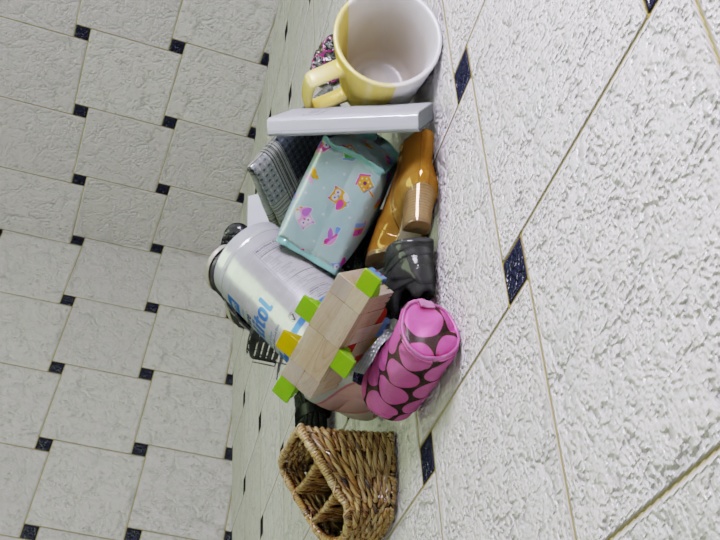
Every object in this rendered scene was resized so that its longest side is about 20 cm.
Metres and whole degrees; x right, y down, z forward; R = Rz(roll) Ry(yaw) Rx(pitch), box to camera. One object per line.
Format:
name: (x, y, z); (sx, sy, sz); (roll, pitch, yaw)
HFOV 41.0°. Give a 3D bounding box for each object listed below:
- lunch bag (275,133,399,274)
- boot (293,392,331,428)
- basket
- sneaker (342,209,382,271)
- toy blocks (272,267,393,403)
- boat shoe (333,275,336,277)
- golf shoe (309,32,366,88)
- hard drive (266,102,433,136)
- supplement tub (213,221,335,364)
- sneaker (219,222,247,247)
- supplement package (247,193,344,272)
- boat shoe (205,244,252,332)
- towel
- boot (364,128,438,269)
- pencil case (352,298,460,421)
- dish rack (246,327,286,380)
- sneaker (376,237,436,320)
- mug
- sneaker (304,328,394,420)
lunch bag: (-0.026, -0.111, 1.366); (0.172, 0.121, 0.200); (-63, -1, 19)
boot: (-0.087, 0.230, 1.777); (0.213, 0.078, 0.160); (94, 180, -51)
basket: (-0.040, 0.319, 1.385); (0.200, 0.146, 0.145); (121, 152, -60)
sneaker: (0.000, 0.000, 1.485); (0.073, 0.080, 0.203); (125, 147, -61)
toy blocks: (-0.016, 0.074, 1.214); (0.202, 0.099, 0.136); (-60, -19, 18)
boat shoe: (-0.038, 0.083, 1.455); (0.071, 0.069, 0.202); (-108, -3, -67)
golf shoe: (0.004, -0.349, 1.486); (0.200, 0.073, 0.092); (-45, -12, -3)
hard drive: (-0.010, -0.199, 1.268); (0.132, 0.196, 0.027); (-50, -42, -70)
supplement tub: (-0.098, 0.040, 1.342); (0.200, 0.131, 0.133); (40, 134, 29)
sneaker: (-0.191, -0.031, 1.688); (0.201, 0.074, 0.089); (69, -159, -50)
supplement package: (-0.092, -0.004, 1.598); (0.201, 0.144, 0.194); (68, -165, -53)
boat shoe: (-0.188, 0.033, 1.524); (0.073, 0.062, 0.201); (-45, -29, -21)
towel: (-0.078, -0.146, 1.445); (0.193, 0.034, 0.201); (-50, -39, -25)
boot: (0.061, -0.090, 1.311); (0.201, 0.070, 0.146); (126, 153, -60)
pencil case: (0.057, 0.108, 1.183); (0.201, 0.089, 0.095); (120, 160, -57)
dish rack: (-0.089, 0.140, 1.574); (0.154, 0.196, 0.055); (111, 168, -51)
sneaker: (0.052, 0.033, 1.275); (0.201, 0.075, 0.092); (113, 149, -64)
mug: (0.013, -0.295, 1.361); (0.153, 0.183, 0.152); (108, 166, -73)
sneaker: (0.016, 0.156, 1.404); (0.199, 0.104, 0.076); (-33, 36, 37)
